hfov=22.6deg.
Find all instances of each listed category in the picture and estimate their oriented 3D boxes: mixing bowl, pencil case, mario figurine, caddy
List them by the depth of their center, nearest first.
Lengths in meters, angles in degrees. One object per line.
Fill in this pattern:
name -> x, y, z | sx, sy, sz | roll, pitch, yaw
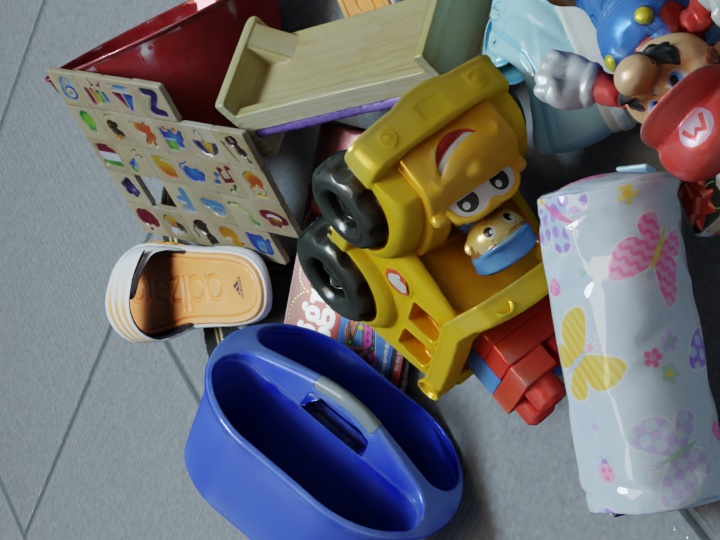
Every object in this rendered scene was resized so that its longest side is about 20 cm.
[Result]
mario figurine -> 0.152, -0.131, 0.988 | 0.124, 0.106, 0.200 | 78, 172, -47
pencil case -> 0.158, 0.041, 1.026 | 0.083, 0.090, 0.201 | -8, 93, 56
caddy -> -0.024, 0.121, 1.238 | 0.200, 0.141, 0.105 | 38, 130, 12
mixing bowl -> -0.135, -0.149, 1.421 | 0.200, 0.200, 0.109 | -7, 113, 54

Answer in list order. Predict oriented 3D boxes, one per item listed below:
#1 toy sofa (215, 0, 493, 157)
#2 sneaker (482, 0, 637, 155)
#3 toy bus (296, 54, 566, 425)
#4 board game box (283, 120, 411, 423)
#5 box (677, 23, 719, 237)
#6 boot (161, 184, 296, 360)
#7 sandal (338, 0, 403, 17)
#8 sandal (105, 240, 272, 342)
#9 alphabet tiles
toy sofa -> 0.008, -0.132, 1.220 | 0.200, 0.098, 0.083 | -9, 53, 41
sneaker -> 0.104, -0.163, 1.135 | 0.082, 0.074, 0.201 | -26, 62, 13
toy bus -> 0.069, -0.003, 1.103 | 0.192, 0.136, 0.200 | 50, 158, 17
board game box -> 0.000, 0.000, 1.302 | 0.103, 0.019, 0.201 | 16, 102, 27
box -> 0.236, -0.128, 0.999 | 0.200, 0.040, 0.137 | -47, 53, 42
boot -> -0.074, -0.009, 1.408 | 0.138, 0.077, 0.201 | -35, 74, 43
sandal -> -0.019, -0.214, 1.242 | 0.079, 0.059, 0.207 | 9, 134, 47
sandal -> -0.151, 0.015, 1.391 | 0.206, 0.059, 0.079 | -8, 92, 49
alphabet tiles -> -0.132, -0.076, 1.331 | 0.200, 0.008, 0.167 | 13, 142, 42
